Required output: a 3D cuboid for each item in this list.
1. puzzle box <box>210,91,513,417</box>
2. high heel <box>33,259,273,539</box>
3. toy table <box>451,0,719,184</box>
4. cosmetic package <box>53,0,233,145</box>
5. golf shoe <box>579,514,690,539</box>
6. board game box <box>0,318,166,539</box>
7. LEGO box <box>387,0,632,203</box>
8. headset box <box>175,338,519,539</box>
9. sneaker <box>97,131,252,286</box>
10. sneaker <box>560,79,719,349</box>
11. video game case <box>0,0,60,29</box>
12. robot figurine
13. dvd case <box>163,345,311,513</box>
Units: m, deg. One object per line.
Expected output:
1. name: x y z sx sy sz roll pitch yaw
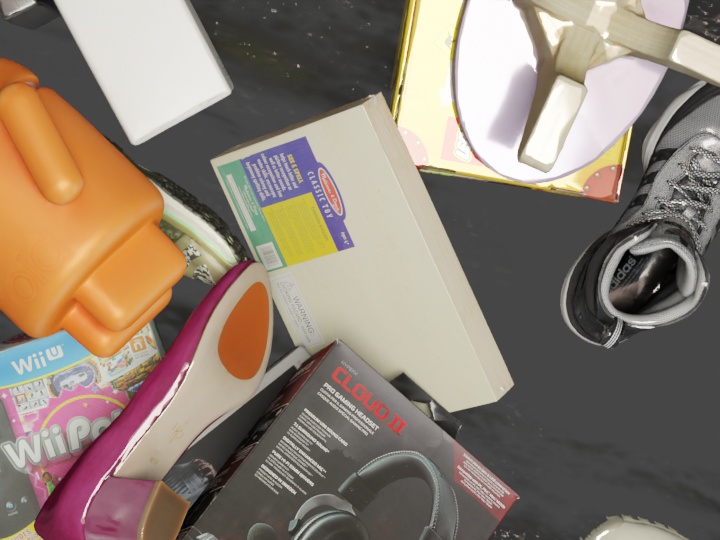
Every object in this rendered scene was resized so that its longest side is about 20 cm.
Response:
1. puzzle box: 0.000 0.000 1.222 0.133 0.025 0.201 -15 104 40
2. high heel: -0.123 0.076 1.166 0.068 0.096 0.201 55 50 -40
3. toy table: 0.130 -0.143 1.130 0.183 0.117 0.201 12 96 -4
4. cosmetic package: -0.153 -0.182 1.199 0.071 0.101 0.201 -27 98 0
5. golf shoe: 0.222 0.238 1.268 0.200 0.097 0.078 44 95 -5
6. board game box: -0.174 0.133 1.256 0.147 0.064 0.201 -18 97 -1
7. LEGO box: 0.100 -0.153 1.224 0.148 0.077 0.201 10 97 -3
8. headset box: -0.014 0.152 1.179 0.149 0.077 0.200 42 68 -6
9. sneaker: -0.148 -0.021 1.236 0.199 0.077 0.089 35 95 2
10. sneaker: 0.200 -0.034 1.224 0.075 0.114 0.201 32 95 -6
11. video game case: -0.230 -0.226 1.140 0.025 0.200 0.182 -27 97 -2
12. robot figurine: -0.193 -0.043 1.143 0.200 0.144 0.117 42 97 5
13. dvd case: -0.066 0.163 1.212 0.200 0.025 0.151 -38 91 -24
